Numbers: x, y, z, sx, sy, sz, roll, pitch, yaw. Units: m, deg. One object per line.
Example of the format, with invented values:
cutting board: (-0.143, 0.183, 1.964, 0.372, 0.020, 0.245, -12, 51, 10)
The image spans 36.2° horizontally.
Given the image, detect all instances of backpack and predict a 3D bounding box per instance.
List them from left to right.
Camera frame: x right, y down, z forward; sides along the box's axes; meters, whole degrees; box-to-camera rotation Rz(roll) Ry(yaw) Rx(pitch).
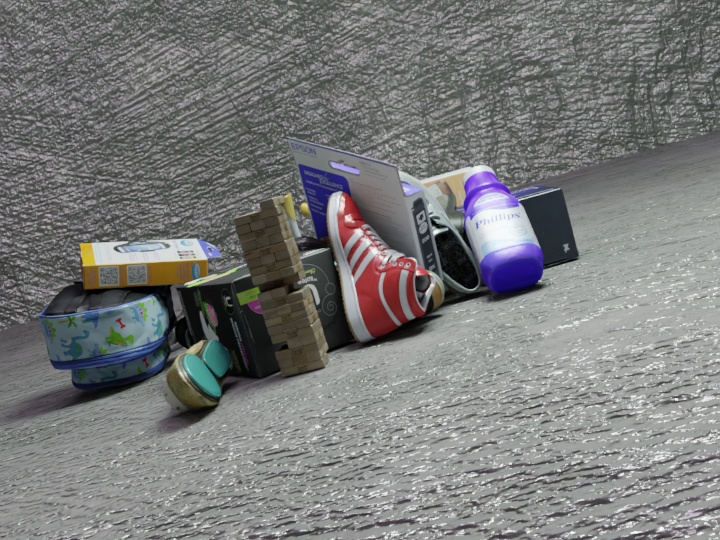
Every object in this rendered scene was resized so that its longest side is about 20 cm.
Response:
backpack: (-0.362, 0.089, 1.597, 0.181, 0.148, 0.200, -10, 9, 3)

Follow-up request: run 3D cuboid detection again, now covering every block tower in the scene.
block tower: (-0.092, 0.018, 1.279, 0.057, 0.202, 0.054, -15, 5, 9)

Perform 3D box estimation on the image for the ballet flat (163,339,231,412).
ballet flat: (-0.191, 0.127, 1.250, 0.070, 0.071, 0.200, -15, 6, 3)

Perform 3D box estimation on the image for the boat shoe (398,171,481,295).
boat shoe: (0.097, -0.051, 1.462, 0.070, 0.201, 0.072, -40, 6, -4)

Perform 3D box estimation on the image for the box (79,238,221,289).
box: (-0.306, -0.011, 1.605, 0.198, 0.042, 0.119, -1, 17, -16)

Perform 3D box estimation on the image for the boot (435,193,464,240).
boot: (0.076, -0.072, 1.590, 0.129, 0.068, 0.200, 1, 12, -3)

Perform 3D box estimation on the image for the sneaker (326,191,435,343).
sneaker: (0.027, -0.020, 1.356, 0.112, 0.201, 0.071, -21, -23, 19)

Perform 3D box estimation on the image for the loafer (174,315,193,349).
loafer: (-0.230, 0.091, 1.619, 0.070, 0.069, 0.200, -8, 4, -35)

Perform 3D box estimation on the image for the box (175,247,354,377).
box: (-0.125, 0.053, 1.419, 0.148, 0.125, 0.200, -20, 8, -28)

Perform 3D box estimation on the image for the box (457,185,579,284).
box: (0.222, -0.057, 1.623, 0.147, 0.105, 0.200, -15, 5, -2)

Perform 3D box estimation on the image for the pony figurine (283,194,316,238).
pony figurine: (-0.105, -0.007, 1.801, 0.193, 0.201, 0.166, -31, 1, 41)

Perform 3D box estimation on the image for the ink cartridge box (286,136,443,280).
ink cartridge box: (0.006, -0.081, 1.436, 0.197, 0.201, 0.043, 20, 49, 39)

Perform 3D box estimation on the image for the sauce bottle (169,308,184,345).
sauce bottle: (-0.261, 0.080, 1.865, 0.066, 0.067, 0.200, -12, 10, 35)

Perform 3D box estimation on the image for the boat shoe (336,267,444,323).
boat shoe: (0.013, 0.035, 1.426, 0.199, 0.075, 0.062, 0, 32, 35)

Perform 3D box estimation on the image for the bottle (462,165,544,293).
bottle: (0.180, -0.060, 1.454, 0.083, 0.066, 0.201, -13, 44, 1)

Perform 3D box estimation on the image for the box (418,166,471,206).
box: (0.110, -0.073, 1.854, 0.198, 0.153, 0.106, -16, 6, 9)

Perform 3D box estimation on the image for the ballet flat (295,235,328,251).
ballet flat: (-0.072, 0.023, 1.560, 0.056, 0.067, 0.201, 4, -32, 4)
